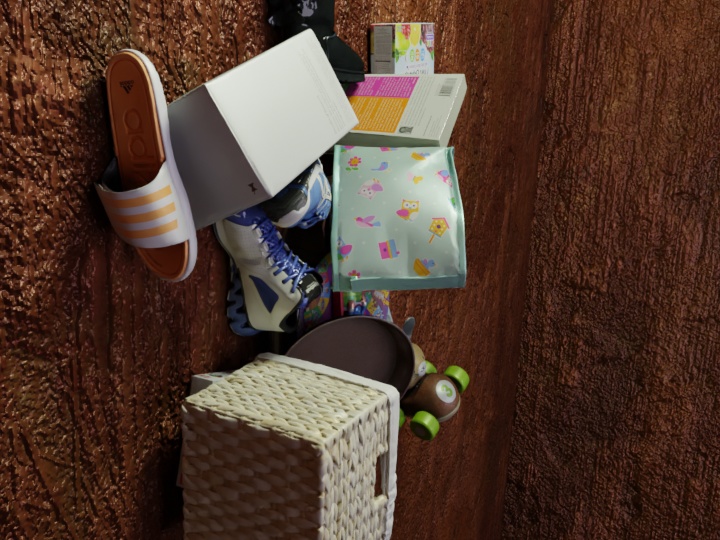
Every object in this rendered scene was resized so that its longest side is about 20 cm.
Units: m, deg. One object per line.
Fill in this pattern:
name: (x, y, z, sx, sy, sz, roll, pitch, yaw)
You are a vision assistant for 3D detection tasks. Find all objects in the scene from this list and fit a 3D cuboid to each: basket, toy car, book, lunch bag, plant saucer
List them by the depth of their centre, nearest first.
basket: (-0.076, 0.222, 0.736, 0.160, 0.197, 0.201, -22, 118, -60)
lunch bag: (0.044, -0.054, 0.835, 0.123, 0.167, 0.202, 89, 0, -52)
plant saucer: (-0.024, 0.135, 0.881, 0.035, 0.197, 0.203, -122, -161, -54)
book: (0.037, -0.225, 0.937, 0.048, 0.197, 0.135, 65, 41, -50)
toy car: (0.106, 0.198, 1.315, 0.164, 0.156, 0.202, -46, 127, -38)

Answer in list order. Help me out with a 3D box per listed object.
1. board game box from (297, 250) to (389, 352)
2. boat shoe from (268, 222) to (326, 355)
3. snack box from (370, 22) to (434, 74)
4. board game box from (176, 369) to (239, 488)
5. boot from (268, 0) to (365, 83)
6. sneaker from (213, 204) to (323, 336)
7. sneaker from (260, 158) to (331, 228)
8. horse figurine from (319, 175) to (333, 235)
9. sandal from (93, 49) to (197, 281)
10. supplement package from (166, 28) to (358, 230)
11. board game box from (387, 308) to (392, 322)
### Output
board game box: (-0.004, 0.062, 0.915, 0.200, 0.039, 0.159, 48, 61, -47)
boat shoe: (-0.093, 0.025, 0.892, 0.071, 0.065, 0.203, 1, 96, -32)
snack box: (0.077, -0.359, 1.170, 0.200, 0.052, 0.144, -38, 133, -58)
board game box: (-0.150, 0.190, 0.842, 0.199, 0.034, 0.128, 8, 91, -66)
boot: (-0.051, -0.330, 0.870, 0.198, 0.072, 0.165, -27, 119, -61)
sneaker: (-0.101, -0.010, 0.792, 0.081, 0.114, 0.202, -43, 135, -57)
sneaker: (-0.063, -0.086, 0.766, 0.078, 0.075, 0.200, 61, 13, -19)
horse figurine: (-0.045, -0.091, 0.980, 0.200, 0.049, 0.135, -33, 132, -58)
sandal: (-0.205, -0.085, 0.590, 0.059, 0.078, 0.210, -34, 119, -58)
supplement package: (-0.109, -0.150, 0.688, 0.118, 0.116, 0.200, 61, 37, -18)
board game box: (-0.001, 0.169, 1.031, 0.200, 0.043, 0.201, -51, 136, -40)
